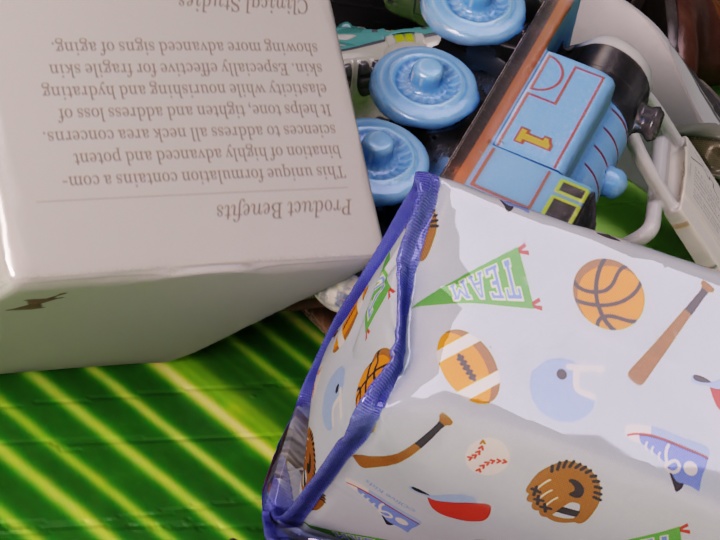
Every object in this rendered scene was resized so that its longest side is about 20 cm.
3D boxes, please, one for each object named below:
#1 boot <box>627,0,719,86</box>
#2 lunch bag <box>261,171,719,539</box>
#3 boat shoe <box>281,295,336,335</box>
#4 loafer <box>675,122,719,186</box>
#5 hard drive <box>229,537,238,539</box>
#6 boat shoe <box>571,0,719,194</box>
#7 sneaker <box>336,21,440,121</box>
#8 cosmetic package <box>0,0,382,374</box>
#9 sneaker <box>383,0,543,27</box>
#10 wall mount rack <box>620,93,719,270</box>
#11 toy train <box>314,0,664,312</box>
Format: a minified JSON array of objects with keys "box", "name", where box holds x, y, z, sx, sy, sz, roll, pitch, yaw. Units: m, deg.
[{"box":[0.254,-0.111,1.431,0.200,0.069,0.188,24,18,-4],"name":"boot"},{"box":[0.060,0.074,0.893,0.170,0.200,0.124,21,63,-7],"name":"lunch bag"},{"box":[0.000,0.000,1.073,0.200,0.072,0.076,8,-2,-36],"name":"boat shoe"},{"box":[0.228,-0.001,1.191,0.200,0.070,0.075,36,-10,-4],"name":"loafer"},{"box":[0.041,0.150,0.833,0.200,0.038,0.140,21,-3,-4],"name":"hard drive"},{"box":[0.168,-0.069,1.267,0.200,0.069,0.057,51,18,3],"name":"boat shoe"},{"box":[0.017,-0.106,1.245,0.200,0.078,0.080,-6,32,-40],"name":"sneaker"},{"box":[-0.119,-0.073,0.925,0.167,0.166,0.200,-3,77,-38],"name":"cosmetic package"},{"box":[0.046,-0.161,1.299,0.087,0.075,0.200,-3,-12,18],"name":"sneaker"},{"box":[0.149,-0.010,1.135,0.200,0.075,0.174,54,25,-23],"name":"wall mount rack"},{"box":[0.053,-0.044,0.995,0.114,0.087,0.200,24,50,10],"name":"toy train"}]
